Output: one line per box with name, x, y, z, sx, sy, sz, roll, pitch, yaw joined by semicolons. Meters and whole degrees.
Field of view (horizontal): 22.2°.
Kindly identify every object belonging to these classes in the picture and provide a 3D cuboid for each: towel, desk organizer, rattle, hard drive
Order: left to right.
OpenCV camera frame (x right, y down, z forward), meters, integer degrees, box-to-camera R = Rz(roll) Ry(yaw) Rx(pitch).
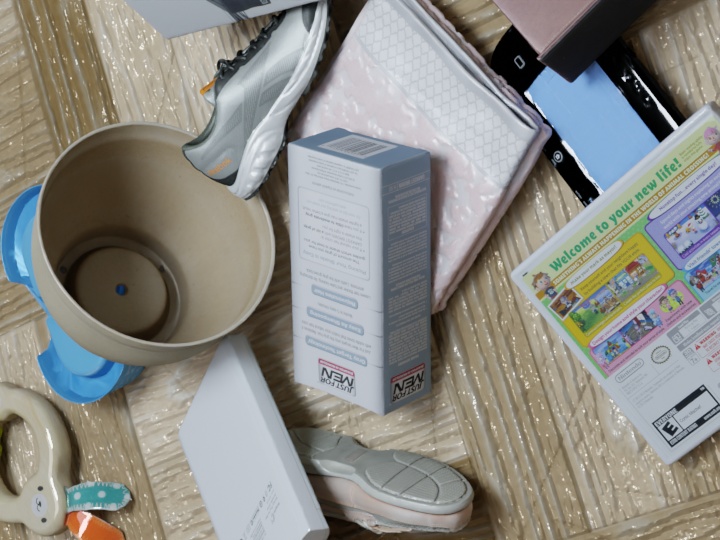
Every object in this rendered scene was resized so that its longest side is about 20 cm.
rattle;-0.316;0.187;1.650;0.130;0.143;0.200;-49;59;6
hard drive;-0.091;0.171;1.500;0.132;0.026;0.201;-62;40;38
towel;0.037;-0.099;1.434;0.200;0.032;0.192;48;126;25
desk organizer;0.185;-0.235;1.287;0.200;0.072;0.077;-44;67;14

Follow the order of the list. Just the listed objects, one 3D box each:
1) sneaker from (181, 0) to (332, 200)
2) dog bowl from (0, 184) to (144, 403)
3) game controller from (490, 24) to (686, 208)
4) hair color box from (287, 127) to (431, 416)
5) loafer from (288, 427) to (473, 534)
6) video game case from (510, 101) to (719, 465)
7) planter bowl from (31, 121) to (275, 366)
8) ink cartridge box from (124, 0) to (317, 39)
sneaker;-0.079;-0.159;1.477;0.079;0.074;0.201;24;100;-10
dog bowl;-0.251;0.019;1.645;0.111;0.049;0.201;-30;76;32
game controller;0.174;-0.112;1.346;0.104;0.042;0.201;-46;67;28
hair color box;0.000;0.000;1.427;0.099;0.060;0.202;18;118;40
loafer;0.011;0.179;1.468;0.199;0.072;0.063;14;117;40
video game case;0.233;0.012;1.295;0.200;0.022;0.182;-42;86;29
planter bowl;-0.186;-0.005;1.529;0.201;0.199;0.135;64;149;14
ink cartridge box;-0.088;-0.280;1.458;0.199;0.084;0.146;-8;56;35
